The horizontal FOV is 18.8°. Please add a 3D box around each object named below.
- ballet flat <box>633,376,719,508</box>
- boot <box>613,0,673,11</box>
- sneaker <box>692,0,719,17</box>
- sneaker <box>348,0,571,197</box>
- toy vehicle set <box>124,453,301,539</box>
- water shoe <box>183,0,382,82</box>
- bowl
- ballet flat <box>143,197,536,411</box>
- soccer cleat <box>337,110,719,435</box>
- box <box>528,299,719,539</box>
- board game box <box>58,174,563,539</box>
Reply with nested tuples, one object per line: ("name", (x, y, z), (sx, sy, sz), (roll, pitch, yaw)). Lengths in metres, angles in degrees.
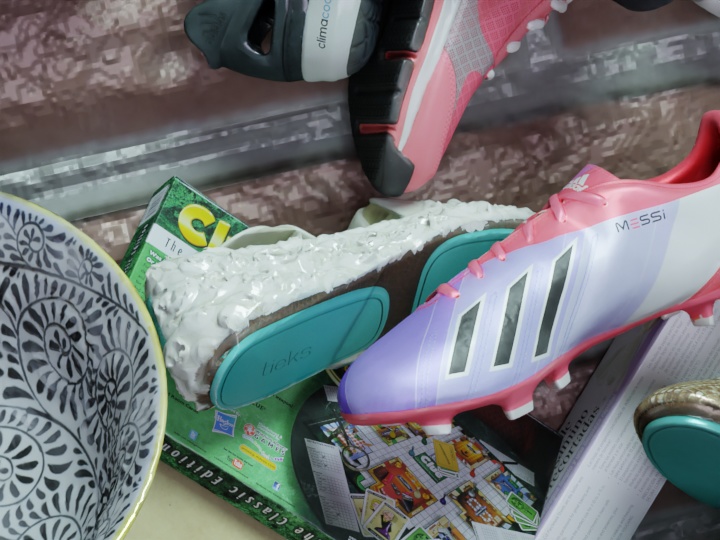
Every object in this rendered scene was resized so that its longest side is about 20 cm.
("ballet flat", (0.177, 0.080, 0.898), (0.200, 0.070, 0.065), (43, 57, -41))
("boot", (0.077, -0.212, 0.771), (0.168, 0.076, 0.200), (29, 80, -31))
("sneaker", (0.178, -0.190, 0.859), (0.088, 0.074, 0.200), (7, 98, -17))
("sneaker", (0.059, -0.118, 0.844), (0.087, 0.074, 0.200), (17, 95, -18))
("toy vehicle set", (-0.014, 0.130, 0.849), (0.200, 0.027, 0.124), (36, 45, -14))
("water shoe", (-0.029, -0.172, 0.811), (0.079, 0.072, 0.200), (3, 89, 5))
("bowl", (-0.161, 0.074, 0.754), (0.200, 0.201, 0.094), (-19, 146, -10))
("ballet flat", (0.000, 0.000, 0.841), (0.200, 0.072, 0.072), (-12, 105, -41))
("soccer cleat", (0.073, 0.002, 0.826), (0.200, 0.067, 0.077), (-21, 100, -23))
("box", (0.128, 0.038, 0.907), (0.041, 0.039, 0.200), (30, 92, -16))
("board game box", (-0.013, 0.058, 0.855), (0.200, 0.023, 0.105), (34, 54, -17))
